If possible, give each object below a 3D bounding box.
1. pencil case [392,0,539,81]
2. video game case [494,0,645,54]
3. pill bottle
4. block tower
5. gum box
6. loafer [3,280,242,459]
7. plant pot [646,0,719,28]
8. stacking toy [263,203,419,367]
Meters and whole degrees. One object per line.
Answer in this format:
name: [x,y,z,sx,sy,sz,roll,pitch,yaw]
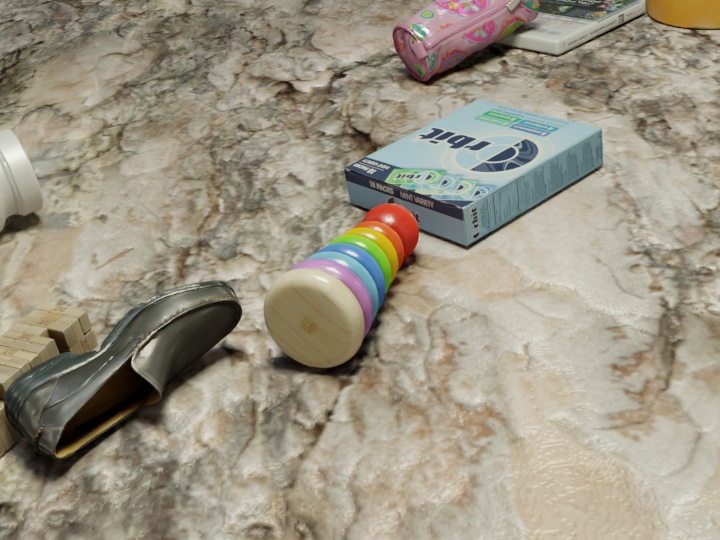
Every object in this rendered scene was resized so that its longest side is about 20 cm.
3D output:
pencil case: [0.140,-0.324,1.345,0.200,0.087,0.087,-30,34,-16]
video game case: [0.260,-0.352,1.442,0.182,0.023,0.200,-30,34,-29]
pill bottle: [-0.451,-0.073,1.100,0.200,0.116,0.116,-25,33,-24]
block tower: [-0.289,0.103,0.806,0.058,0.054,0.200,7,35,29]
gum box: [0.114,-0.105,1.043,0.200,0.045,0.170,-30,35,-31]
loafer: [-0.170,0.079,0.803,0.200,0.073,0.072,-34,45,-19]
plant pot: [0.476,-0.439,1.357,0.200,0.183,0.200,-8,30,5]
stacking toy: [0.000,0.000,0.878,0.085,0.085,0.200,5,27,25]
